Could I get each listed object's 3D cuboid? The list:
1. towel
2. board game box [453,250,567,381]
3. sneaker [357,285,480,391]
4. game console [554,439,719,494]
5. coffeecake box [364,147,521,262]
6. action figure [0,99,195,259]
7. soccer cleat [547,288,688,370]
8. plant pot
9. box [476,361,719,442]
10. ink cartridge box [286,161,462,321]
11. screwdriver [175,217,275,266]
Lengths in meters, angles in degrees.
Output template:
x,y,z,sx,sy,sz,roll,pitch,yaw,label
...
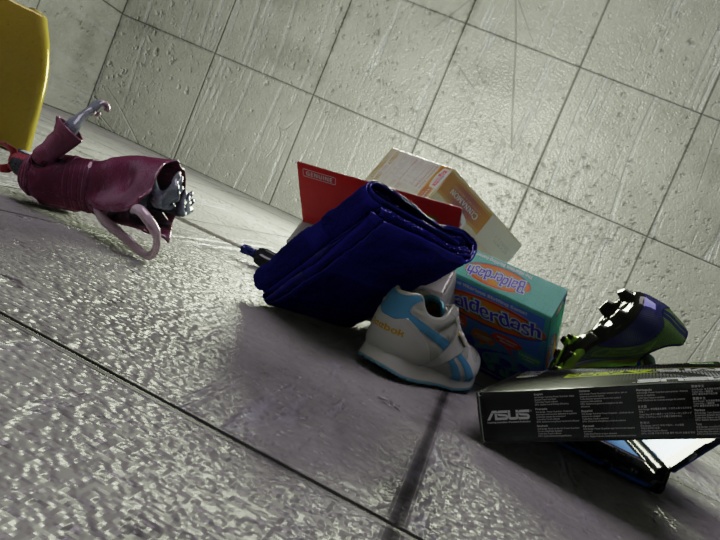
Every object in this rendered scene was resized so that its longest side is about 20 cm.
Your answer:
x,y,z,sx,sy,sz,roll,pitch,yaw,label
0.000,0.000,0.677,0.146,0.050,0.199,25,-39,-32,towel
0.163,0.064,0.821,0.150,0.045,0.201,26,-29,27,board game box
0.078,0.070,0.693,0.076,0.082,0.199,24,2,32,sneaker
0.286,0.141,0.722,0.168,0.120,0.200,25,4,8,game console
0.107,-0.081,0.944,0.153,0.073,0.200,42,-1,-27,coffeecake box
-0.273,-0.077,0.680,0.196,0.135,0.151,11,48,-4,action figure
0.259,0.093,0.715,0.083,0.065,0.201,32,-33,3,soccer cleat
-0.563,-0.313,1.017,0.193,0.203,0.194,20,5,-29,plant pot
0.217,0.109,0.583,0.197,0.049,0.192,-7,-8,24,box
0.010,-0.016,0.764,0.197,0.045,0.178,18,-41,19,ink cartridge box
-0.181,-0.037,0.943,0.197,0.028,0.029,22,33,-2,screwdriver
